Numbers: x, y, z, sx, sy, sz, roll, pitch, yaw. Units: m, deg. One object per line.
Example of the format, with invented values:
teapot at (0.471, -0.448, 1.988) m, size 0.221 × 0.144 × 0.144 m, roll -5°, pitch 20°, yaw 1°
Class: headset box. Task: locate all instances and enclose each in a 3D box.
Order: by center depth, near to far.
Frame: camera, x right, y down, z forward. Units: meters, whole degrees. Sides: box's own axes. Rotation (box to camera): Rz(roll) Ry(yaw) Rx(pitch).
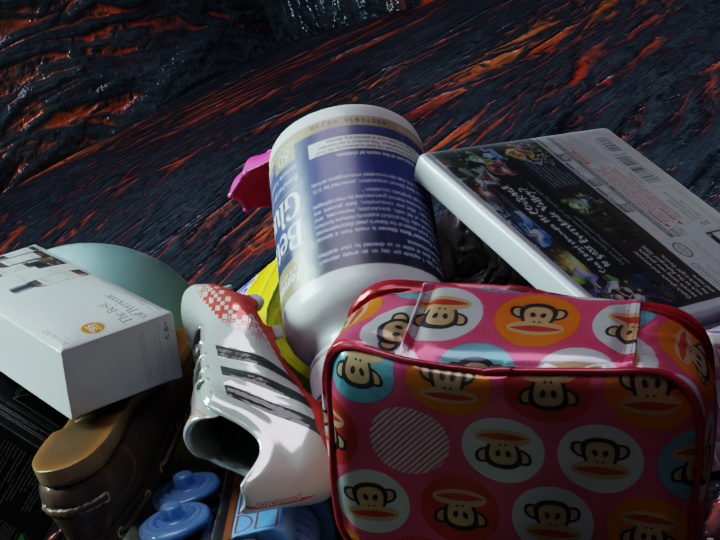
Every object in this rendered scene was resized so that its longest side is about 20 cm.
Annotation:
headset box at (-0.244, 0.135, 1.028) m, size 0.175 × 0.092 × 0.200 m, roll -56°, pitch 5°, yaw 23°

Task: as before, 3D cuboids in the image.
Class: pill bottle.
pill bottle at (0.000, 0.000, 0.930) m, size 0.110 × 0.111 × 0.202 m, roll -17°, pitch 55°, yaw 14°

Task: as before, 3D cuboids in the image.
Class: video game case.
video game case at (0.161, -0.026, 0.913) m, size 0.180 × 0.024 × 0.200 m, roll -11°, pitch 41°, yaw -37°

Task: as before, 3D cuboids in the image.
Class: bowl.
bowl at (-0.225, 0.089, 1.179) m, size 0.199 × 0.202 × 0.105 m, roll -20°, pitch 36°, yaw 8°

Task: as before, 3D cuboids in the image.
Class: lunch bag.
lunch bag at (0.082, 0.099, 0.731) m, size 0.198 × 0.178 × 0.082 m, roll 5°, pitch 32°, yaw 15°

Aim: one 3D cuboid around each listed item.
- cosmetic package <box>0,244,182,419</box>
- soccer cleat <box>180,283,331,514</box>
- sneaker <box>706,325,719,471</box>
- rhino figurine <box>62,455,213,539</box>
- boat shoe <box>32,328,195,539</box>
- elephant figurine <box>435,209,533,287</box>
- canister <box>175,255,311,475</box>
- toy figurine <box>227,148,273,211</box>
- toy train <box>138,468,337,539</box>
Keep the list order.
cosmetic package at (-0.206, 0.035, 0.941) m, size 0.082 × 0.051 × 0.199 m, roll -22°, pitch 26°, yaw -33°
soccer cleat at (-0.079, 0.074, 0.865) m, size 0.084 × 0.069 × 0.200 m, roll -17°, pitch 42°, yaw -26°
sneaker at (0.237, 0.058, 0.839) m, size 0.198 × 0.081 × 0.088 m, roll -18°, pitch 9°, yaw -2°
rhino figurine at (-0.155, 0.190, 0.945) m, size 0.087 × 0.060 × 0.200 m, roll -10°, pitch 22°, yaw 22°
boat shoe at (-0.151, 0.108, 0.915) m, size 0.070 × 0.071 × 0.200 m, roll -14°, pitch 21°, yaw 22°
elephant figurine at (0.094, 0.020, 0.999) m, size 0.140 × 0.157 × 0.200 m, roll -14°, pitch 2°, yaw -5°
canister at (-0.082, 0.071, 1.046) m, size 0.200 × 0.086 × 0.149 m, roll -38°, pitch 19°, yaw 38°
toy figurine at (-0.050, -0.019, 1.254) m, size 0.149 × 0.186 × 0.200 m, roll -23°, pitch 16°, yaw -5°
toy train at (-0.071, 0.171, 0.849) m, size 0.113 × 0.088 × 0.200 m, roll -15°, pitch 15°, yaw 4°
